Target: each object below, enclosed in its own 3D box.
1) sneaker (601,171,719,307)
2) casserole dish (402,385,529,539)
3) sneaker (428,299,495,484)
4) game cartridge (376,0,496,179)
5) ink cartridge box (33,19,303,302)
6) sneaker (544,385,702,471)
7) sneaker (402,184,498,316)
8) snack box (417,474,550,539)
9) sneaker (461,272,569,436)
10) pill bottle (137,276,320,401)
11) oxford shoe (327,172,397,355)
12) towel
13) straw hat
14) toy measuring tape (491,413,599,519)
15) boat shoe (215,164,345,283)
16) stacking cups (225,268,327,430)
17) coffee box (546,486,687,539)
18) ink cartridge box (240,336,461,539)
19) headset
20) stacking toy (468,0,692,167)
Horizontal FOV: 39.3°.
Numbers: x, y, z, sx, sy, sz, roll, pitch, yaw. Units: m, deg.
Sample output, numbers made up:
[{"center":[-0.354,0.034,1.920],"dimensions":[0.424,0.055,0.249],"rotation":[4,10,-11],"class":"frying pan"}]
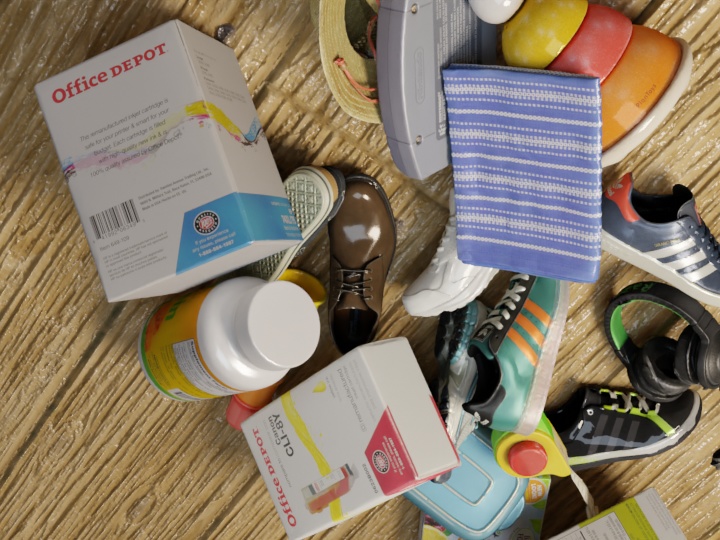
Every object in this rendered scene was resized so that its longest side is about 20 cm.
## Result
[{"center":[0.326,-0.033,1.001],"dimensions":[0.199,0.075,0.085],"rotation":[23,122,-9],"class":"sneaker"},{"center":[0.099,0.217,1.125],"dimensions":[0.200,0.039,0.121],"rotation":[38,88,2],"class":"casserole dish"},{"center":[0.119,0.134,1.074],"dimensions":[0.086,0.078,0.201],"rotation":[13,94,-18],"class":"sneaker"},{"center":[0.070,-0.190,0.900],"dimensions":[0.040,0.133,0.201],"rotation":[21,128,36],"class":"game cartridge"},{"center":[-0.167,-0.094,0.908],"dimensions":[0.146,0.146,0.201],"rotation":[-21,87,14],"class":"ink cartridge box"},{"center":[0.275,0.164,1.114],"dimensions":[0.199,0.072,0.083],"rotation":[-22,115,14],"class":"sneaker"},{"center":[0.109,-0.037,1.019],"dimensions":[0.200,0.078,0.099],"rotation":[-40,103,13],"class":"sneaker"},{"center":[0.142,0.308,1.210],"dimensions":[0.141,0.053,0.201],"rotation":[3,119,-1],"class":"snack box"},{"center":[0.154,0.060,1.016],"dimensions":[0.079,0.071,0.201],"rotation":[15,80,-12],"class":"sneaker"},{"center":[-0.131,0.067,1.008],"dimensions":[0.111,0.111,0.199],"rotation":[47,144,-21],"class":"pill bottle"},{"center":[0.000,0.000,1.030],"dimensions":[0.072,0.085,0.201],"rotation":[1,117,4],"class":"oxford shoe"},{"center":[0.144,-0.082,0.898],"dimensions":[0.144,0.024,0.201],"rotation":[12,127,29],"class":"towel"},{"center":[0.002,-0.239,0.893],"dimensions":[0.085,0.200,0.202],"rotation":[24,129,39],"class":"straw hat"},{"center":[0.193,0.214,1.095],"dimensions":[0.073,0.074,0.201],"rotation":[-25,117,15],"class":"toy measuring tape"},{"center":[-0.083,-0.040,1.021],"dimensions":[0.075,0.062,0.200],"rotation":[51,128,3],"class":"boat shoe"},{"center":[-0.099,0.095,1.098],"dimensions":[0.060,0.061,0.201],"rotation":[20,118,-9],"class":"stacking cups"},{"center":[0.291,0.396,1.106],"dimensions":[0.197,0.201,0.200],"rotation":[-27,144,0],"class":"coffee box"},{"center":[-0.015,0.180,1.055],"dimensions":[0.200,0.083,0.146],"rotation":[-35,73,36],"class":"ink cartridge box"},{"center":[0.329,0.105,1.042],"dimensions":[0.200,0.094,0.123],"rotation":[49,148,-6],"class":"headset"},{"center":[0.175,-0.198,0.880],"dimensions":[0.200,0.146,0.146],"rotation":[39,114,-15],"class":"stacking toy"}]
